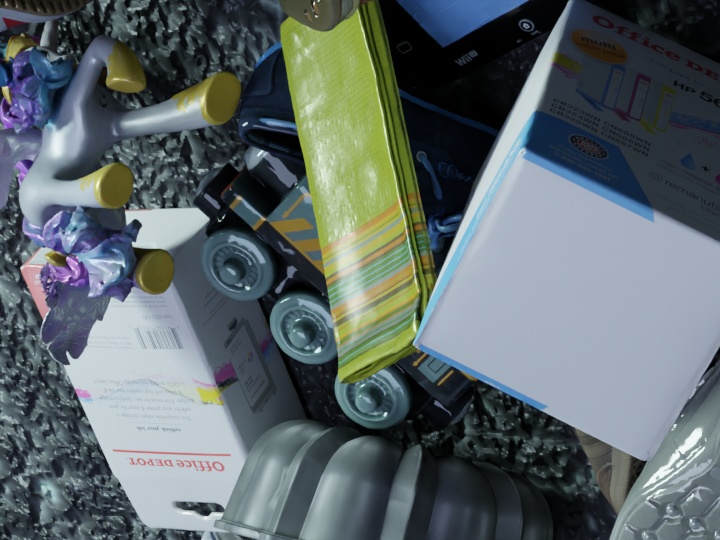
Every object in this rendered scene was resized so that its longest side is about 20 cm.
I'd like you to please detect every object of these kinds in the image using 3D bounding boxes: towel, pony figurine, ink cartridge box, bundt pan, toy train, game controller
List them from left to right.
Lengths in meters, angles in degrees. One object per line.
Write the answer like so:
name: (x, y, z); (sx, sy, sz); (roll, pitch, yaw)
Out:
pony figurine: (-0.165, -0.048, 1.580); (0.166, 0.194, 0.200); (21, 178, -36)
ink cartridge box: (-0.111, 0.063, 1.740); (0.116, 0.068, 0.201); (1, 124, 35)
towel: (-0.004, -0.048, 1.450); (0.086, 0.018, 0.201); (-32, 63, 50)
toy train: (0.000, 0.000, 1.603); (0.200, 0.085, 0.114); (44, 126, -2)
bundt pan: (0.021, 0.137, 1.648); (0.201, 0.076, 0.202); (14, 176, 1)
game controller: (0.059, -0.158, 1.447); (0.200, 0.042, 0.104); (-26, 108, 46)
ink cartridge box: (0.123, -0.031, 1.397); (0.128, 0.200, 0.126); (25, 122, -3)

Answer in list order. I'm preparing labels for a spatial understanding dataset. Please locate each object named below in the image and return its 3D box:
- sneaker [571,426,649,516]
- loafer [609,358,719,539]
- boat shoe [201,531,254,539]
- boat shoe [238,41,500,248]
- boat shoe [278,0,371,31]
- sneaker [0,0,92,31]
sneaker: (0.142, 0.068, 1.571); (0.076, 0.070, 0.200); (45, 163, 41)
loafer: (0.196, 0.097, 1.528); (0.070, 0.070, 0.200); (30, 124, -6)
boat shoe: (-0.007, 0.200, 1.797); (0.199, 0.071, 0.070); (30, 111, 16)
boat shoe: (0.025, -0.046, 1.533); (0.199, 0.069, 0.084); (24, 148, 5)
boat shoe: (-0.036, -0.179, 1.449); (0.200, 0.067, 0.072); (37, 149, 52)
sneaker: (-0.235, -0.139, 1.565); (0.112, 0.199, 0.071); (-35, 78, 49)
